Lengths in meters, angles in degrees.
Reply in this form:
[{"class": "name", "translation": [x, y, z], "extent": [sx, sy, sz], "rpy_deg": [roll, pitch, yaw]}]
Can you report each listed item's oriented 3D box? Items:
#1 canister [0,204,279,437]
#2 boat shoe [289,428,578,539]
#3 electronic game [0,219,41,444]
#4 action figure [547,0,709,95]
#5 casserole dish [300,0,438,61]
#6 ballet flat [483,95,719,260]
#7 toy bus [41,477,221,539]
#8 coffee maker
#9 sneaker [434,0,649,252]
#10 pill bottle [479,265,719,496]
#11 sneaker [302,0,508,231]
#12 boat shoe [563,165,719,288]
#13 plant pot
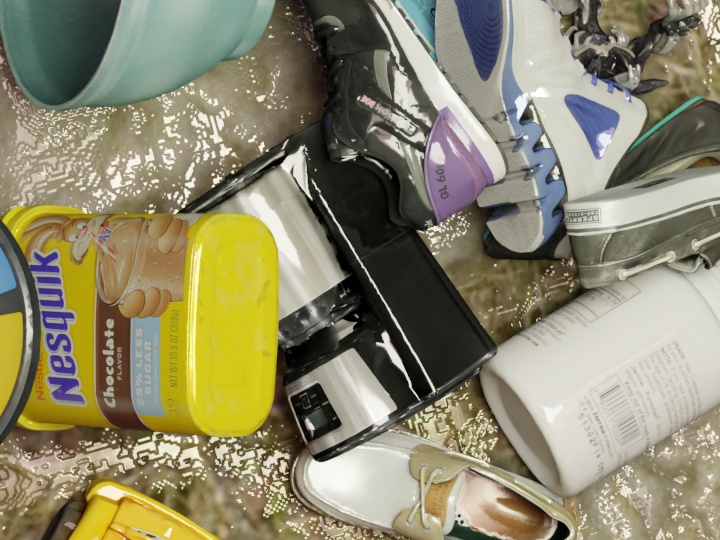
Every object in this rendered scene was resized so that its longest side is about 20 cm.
[{"class": "canister", "translation": [-0.148, 0.032, 1.573], "extent": [0.087, 0.200, 0.149], "rpy_deg": [3, 88, -47]}, {"class": "boat shoe", "translation": [0.053, 0.152, 1.674], "extent": [0.200, 0.068, 0.075], "rpy_deg": [11, 88, -8]}, {"class": "electronic game", "translation": [-0.293, 0.040, 1.590], "extent": [0.200, 0.042, 0.200], "rpy_deg": [-1, 89, 26]}, {"class": "action figure", "translation": [0.168, -0.183, 1.695], "extent": [0.119, 0.102, 0.200], "rpy_deg": [-7, 87, -22]}, {"class": "casserole dish", "translation": [0.022, -0.182, 1.667], "extent": [0.200, 0.039, 0.121], "rpy_deg": [55, 42, -3]}, {"class": "ballet flat", "translation": [0.183, -0.049, 1.701], "extent": [0.200, 0.068, 0.068], "rpy_deg": [-32, 69, -9]}, {"class": "toy bus", "translation": [-0.164, 0.241, 1.572], "extent": [0.136, 0.192, 0.200], "rpy_deg": [30, 81, -6]}, {"class": "coffee maker", "translation": [0.000, 0.000, 1.638], "extent": [0.192, 0.135, 0.200], "rpy_deg": [-33, 92, -11]}, {"class": "sneaker", "translation": [0.125, -0.121, 1.637], "extent": [0.115, 0.081, 0.199], "rpy_deg": [-17, 100, -35]}, {"class": "pill bottle", "translation": [0.192, 0.058, 1.679], "extent": [0.200, 0.114, 0.114], "rpy_deg": [-31, 93, -12]}, {"class": "sneaker", "translation": [0.003, -0.117, 1.575], "extent": [0.088, 0.076, 0.200], "rpy_deg": [-38, 89, -11]}, {"class": "boat shoe", "translation": [0.214, -0.031, 1.634], "extent": [0.200, 0.071, 0.064], "rpy_deg": [-14, 99, -35]}, {"class": "plant pot", "translation": [-0.137, -0.200, 1.608], "extent": [0.134, 0.200, 0.200], "rpy_deg": [2, 87, -31]}]
